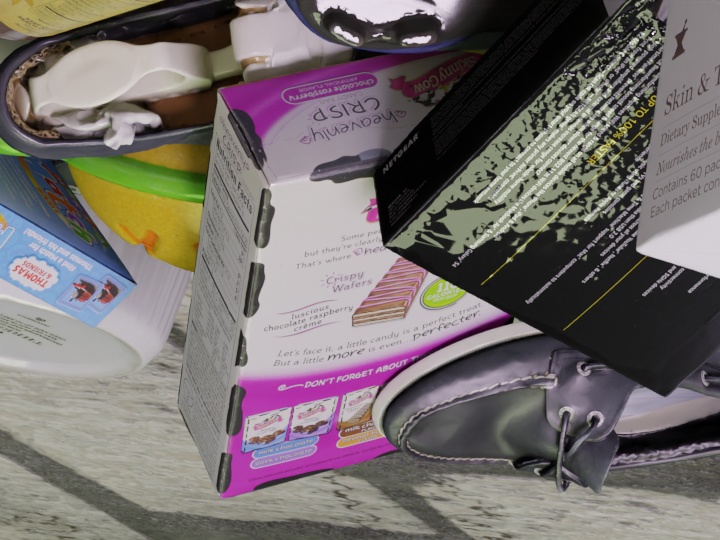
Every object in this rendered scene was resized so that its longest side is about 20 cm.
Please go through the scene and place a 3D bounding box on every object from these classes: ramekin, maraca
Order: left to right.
[{"bbox_3d":[-0.186,-0.007,1.364,0.201,0.095,0.202,8,163,3],"label":"ramekin"},{"bbox_3d":[-0.082,-0.057,1.124,0.199,0.108,0.137,12,-166,16],"label":"maraca"}]

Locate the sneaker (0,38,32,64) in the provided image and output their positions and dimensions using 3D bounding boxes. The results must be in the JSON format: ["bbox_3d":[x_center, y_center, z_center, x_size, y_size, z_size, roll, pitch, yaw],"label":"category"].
[{"bbox_3d":[-0.193,-0.126,1.027,0.080,0.074,0.200,-4,159,32],"label":"sneaker"}]

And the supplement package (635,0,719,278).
[{"bbox_3d":[0.189,-0.095,0.698,0.150,0.201,0.152,17,161,-21],"label":"supplement package"}]

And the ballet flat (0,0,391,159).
[{"bbox_3d":[-0.062,-0.084,1.026,0.199,0.073,0.073,-9,160,6],"label":"ballet flat"}]

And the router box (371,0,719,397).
[{"bbox_3d":[0.123,-0.054,0.929,0.149,0.051,0.200,28,123,-27],"label":"router box"}]

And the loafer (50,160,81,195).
[{"bbox_3d":[-0.069,-0.043,1.226,0.199,0.071,0.068,4,162,19],"label":"loafer"}]

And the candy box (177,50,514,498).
[{"bbox_3d":[0.000,0.000,1.055,0.136,0.061,0.201,-13,141,-22],"label":"candy box"}]

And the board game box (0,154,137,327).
[{"bbox_3d":[-0.203,-0.063,1.142,0.200,0.037,0.151,33,-165,-53],"label":"board game box"}]

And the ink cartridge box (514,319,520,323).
[{"bbox_3d":[0.138,-0.019,1.164,0.199,0.084,0.144,0,160,25],"label":"ink cartridge box"}]

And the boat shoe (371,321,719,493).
[{"bbox_3d":[0.106,0.066,1.089,0.198,0.066,0.075,-4,141,-22],"label":"boat shoe"}]

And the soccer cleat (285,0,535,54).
[{"bbox_3d":[0.064,-0.113,0.979,0.199,0.065,0.084,6,-158,-17],"label":"soccer cleat"}]

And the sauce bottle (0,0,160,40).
[{"bbox_3d":[-0.082,-0.136,0.952,0.065,0.065,0.199,24,156,-38],"label":"sauce bottle"}]
